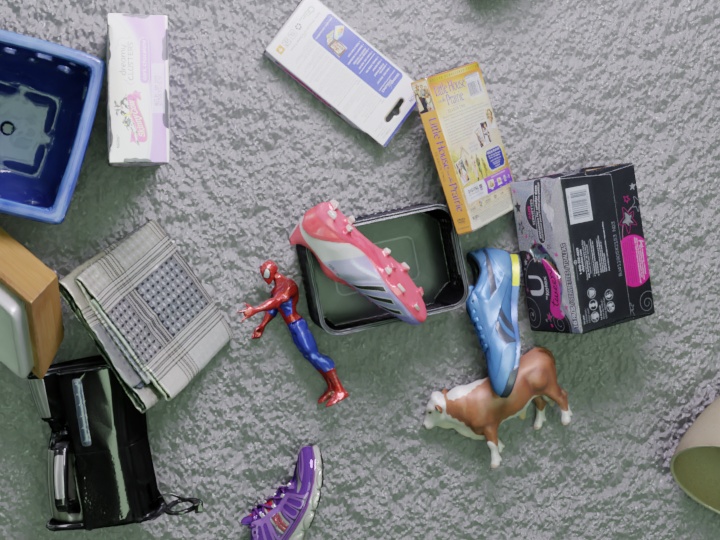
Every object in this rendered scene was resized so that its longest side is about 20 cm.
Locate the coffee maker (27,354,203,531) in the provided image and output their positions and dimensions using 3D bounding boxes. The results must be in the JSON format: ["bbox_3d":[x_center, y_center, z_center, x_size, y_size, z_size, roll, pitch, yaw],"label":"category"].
[{"bbox_3d":[-0.304,0.205,1.619,0.190,0.135,0.202,-7,94,-15],"label":"coffee maker"}]

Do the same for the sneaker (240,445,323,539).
[{"bbox_3d":[-0.106,0.316,1.690,0.083,0.081,0.202,25,89,-6],"label":"sneaker"}]

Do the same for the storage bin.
[{"bbox_3d":[0.027,-0.004,1.687,0.198,0.094,0.137,-12,96,-9],"label":"storage bin"}]

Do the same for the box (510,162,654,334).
[{"bbox_3d":[0.286,-0.029,1.711,0.131,0.114,0.202,-12,95,-28],"label":"box"}]

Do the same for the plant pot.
[{"bbox_3d":[-0.418,-0.174,1.546,0.198,0.180,0.202,15,91,-11],"label":"plant pot"}]

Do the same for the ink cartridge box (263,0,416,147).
[{"bbox_3d":[-0.020,-0.257,1.691,0.199,0.037,0.095,38,85,-8],"label":"ink cartridge box"}]

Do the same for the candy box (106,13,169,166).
[{"bbox_3d":[-0.267,-0.210,1.563,0.071,0.200,0.170,0,94,-11],"label":"candy box"}]

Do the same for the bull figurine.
[{"bbox_3d":[0.184,0.183,1.744,0.199,0.065,0.122,-28,102,-6],"label":"bull figurine"}]

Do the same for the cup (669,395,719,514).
[{"bbox_3d":[0.535,0.234,1.765,0.200,0.200,0.144,35,60,-11],"label":"cup"}]

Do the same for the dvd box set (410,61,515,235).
[{"bbox_3d":[0.138,-0.160,1.684,0.029,0.146,0.202,-13,99,34],"label":"dvd box set"}]

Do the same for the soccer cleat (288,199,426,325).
[{"bbox_3d":[0.000,0.000,1.611,0.076,0.067,0.200,-38,107,25],"label":"soccer cleat"}]

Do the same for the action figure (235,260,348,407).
[{"bbox_3d":[-0.100,0.089,1.681,0.098,0.065,0.202,-25,98,-17],"label":"action figure"}]

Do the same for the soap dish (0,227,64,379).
[{"bbox_3d":[-0.434,0.017,1.541,0.199,0.158,0.081,37,57,19],"label":"soap dish"}]

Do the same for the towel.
[{"bbox_3d":[-0.256,0.051,1.604,0.193,0.034,0.200,57,39,-9],"label":"towel"}]

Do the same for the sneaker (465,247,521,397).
[{"bbox_3d":[0.167,0.067,1.710,0.078,0.066,0.202,6,69,-11],"label":"sneaker"}]
